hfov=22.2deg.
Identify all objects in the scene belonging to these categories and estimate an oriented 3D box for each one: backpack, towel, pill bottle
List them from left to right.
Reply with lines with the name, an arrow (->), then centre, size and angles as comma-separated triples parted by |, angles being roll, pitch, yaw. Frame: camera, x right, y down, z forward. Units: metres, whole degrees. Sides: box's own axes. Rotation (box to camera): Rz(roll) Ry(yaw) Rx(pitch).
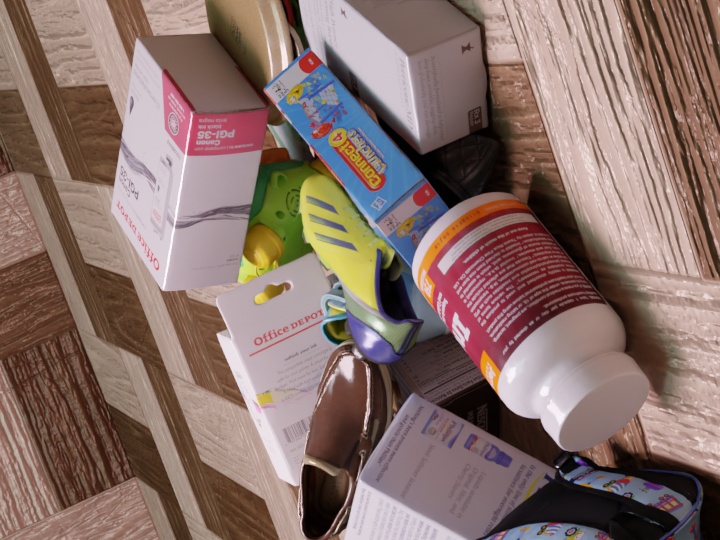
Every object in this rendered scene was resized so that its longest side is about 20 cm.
towel -> -0.077, -0.209, 1.849 | 0.200, 0.031, 0.149 | 91, 156, -47
pill bottle -> 0.135, 0.041, 1.444 | 0.200, 0.113, 0.113 | 54, 158, 34
backpack -> 0.192, 0.237, 1.446 | 0.200, 0.182, 0.135 | -8, 114, 59

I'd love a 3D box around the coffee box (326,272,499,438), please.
coffee box -> 0.050, 0.089, 1.789 | 0.200, 0.080, 0.115 | 52, 160, 36

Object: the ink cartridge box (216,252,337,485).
ink cartridge box -> -0.061, 0.093, 1.789 | 0.201, 0.116, 0.067 | 68, 165, -9

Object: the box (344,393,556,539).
box -> 0.098, 0.233, 1.667 | 0.200, 0.105, 0.184 | 29, 152, 10

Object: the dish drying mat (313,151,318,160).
dish drying mat -> -0.027, -0.099, 1.876 | 0.077, 0.018, 0.200 | 53, 157, 33

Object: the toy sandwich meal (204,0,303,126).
toy sandwich meal -> -0.085, -0.229, 1.698 | 0.205, 0.070, 0.206 | -127, 28, -44

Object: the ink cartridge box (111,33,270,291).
ink cartridge box -> -0.163, -0.101, 1.727 | 0.147, 0.083, 0.201 | 52, 139, 44

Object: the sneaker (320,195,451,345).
sneaker -> 0.000, 0.000, 1.743 | 0.200, 0.130, 0.080 | 52, 159, 37

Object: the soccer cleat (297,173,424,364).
soccer cleat -> 0.005, -0.012, 1.648 | 0.084, 0.065, 0.201 | -46, 56, 39

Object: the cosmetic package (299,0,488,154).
cosmetic package -> 0.024, -0.192, 1.536 | 0.200, 0.074, 0.102 | 48, 155, 47

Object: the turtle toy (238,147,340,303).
turtle toy -> -0.092, -0.044, 1.846 | 0.101, 0.146, 0.200 | 33, 151, 16

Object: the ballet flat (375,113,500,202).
ballet flat -> 0.066, -0.110, 1.583 | 0.066, 0.057, 0.200 | 45, 179, -31

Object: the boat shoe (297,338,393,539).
boat shoe -> -0.018, 0.164, 1.698 | 0.074, 0.075, 0.203 | 15, 115, 18

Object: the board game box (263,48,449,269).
board game box -> 0.024, -0.069, 1.589 | 0.196, 0.056, 0.200 | 51, -178, 39
